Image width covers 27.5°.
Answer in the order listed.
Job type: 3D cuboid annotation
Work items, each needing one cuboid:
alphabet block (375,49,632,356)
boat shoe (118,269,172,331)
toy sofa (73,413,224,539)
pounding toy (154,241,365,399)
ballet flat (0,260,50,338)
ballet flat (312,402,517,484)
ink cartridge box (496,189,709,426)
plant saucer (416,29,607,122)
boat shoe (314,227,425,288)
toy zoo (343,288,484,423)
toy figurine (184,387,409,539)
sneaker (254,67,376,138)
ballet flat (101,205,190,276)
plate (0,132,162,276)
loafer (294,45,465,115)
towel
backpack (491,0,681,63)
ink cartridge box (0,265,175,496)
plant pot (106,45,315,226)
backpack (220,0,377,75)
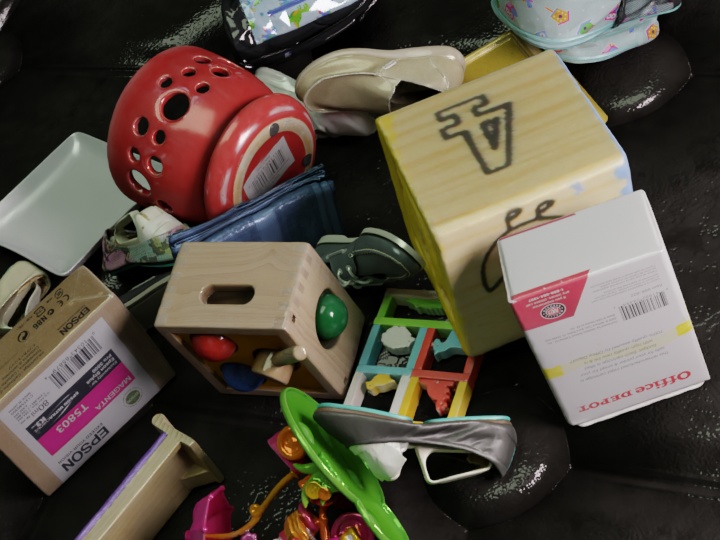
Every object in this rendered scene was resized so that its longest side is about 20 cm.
[{"bbox_3d":[0.150,-0.068,1.481,0.199,0.196,0.197,-22,44,-2],"label":"alphabet block"},{"bbox_3d":[-0.235,0.023,1.698,0.199,0.073,0.063,-27,49,10],"label":"boat shoe"},{"bbox_3d":[-0.243,0.248,1.510,0.097,0.083,0.200,25,67,37],"label":"toy sofa"},{"bbox_3d":[-0.093,0.064,1.512,0.199,0.184,0.143,1,60,26],"label":"pounding toy"},{"bbox_3d":[-0.438,0.073,1.766,0.069,0.070,0.201,12,60,33],"label":"ballet flat"},{"bbox_3d":[0.052,0.167,1.404,0.198,0.068,0.069,4,74,-3],"label":"ballet flat"},{"bbox_3d":[0.226,0.040,1.367,0.144,0.200,0.084,-19,44,11],"label":"ink cartridge box"},{"bbox_3d":[0.152,-0.191,1.697,0.199,0.049,0.200,-31,46,1],"label":"plant saucer"},{"bbox_3d":[0.000,0.000,1.567,0.062,0.073,0.200,-55,24,-18],"label":"boat shoe"},{"bbox_3d":[0.056,0.108,1.518,0.130,0.020,0.201,2,55,28],"label":"toy zoo"},{"bbox_3d":[-0.077,0.248,1.424,0.184,0.150,0.200,-41,70,9],"label":"toy figurine"},{"bbox_3d":[-0.065,-0.179,1.792,0.199,0.075,0.089,22,82,39],"label":"sneaker"},{"bbox_3d":[-0.247,-0.036,1.707,0.069,0.072,0.199,-24,10,-37],"label":"ballet flat"},{"bbox_3d":[-0.361,-0.080,1.861,0.199,0.032,0.200,22,60,37],"label":"plate"},{"bbox_3d":[0.022,-0.209,1.679,0.199,0.076,0.069,-8,56,7],"label":"loafer"},{"bbox_3d":[-0.113,-0.032,1.634,0.199,0.112,0.049,-29,48,-15],"label":"towel"},{"bbox_3d":[0.246,-0.328,1.679,0.199,0.154,0.176,-17,45,-22],"label":"backpack"},{"bbox_3d":[-0.320,0.121,1.594,0.200,0.165,0.075,-45,50,-12],"label":"ink cartridge box"},{"bbox_3d":[-0.164,-0.139,1.715,0.182,0.201,0.201,28,68,29],"label":"plant pot"},{"bbox_3d":[-0.074,-0.340,1.862,0.199,0.163,0.155,-13,86,1],"label":"backpack"}]
